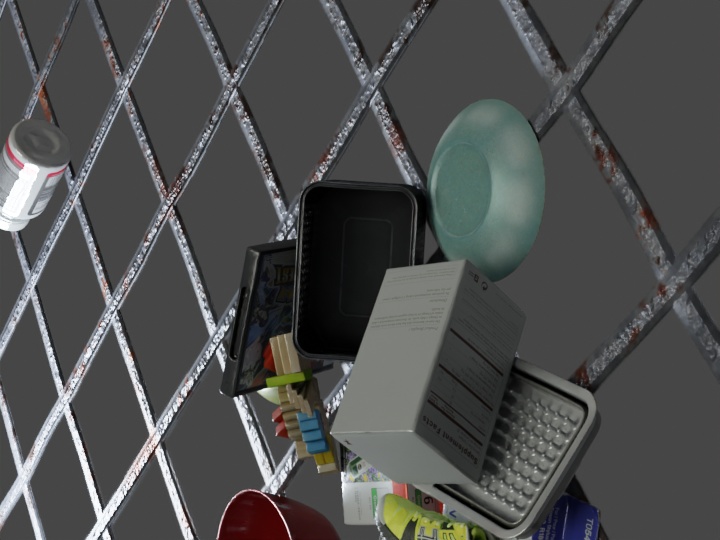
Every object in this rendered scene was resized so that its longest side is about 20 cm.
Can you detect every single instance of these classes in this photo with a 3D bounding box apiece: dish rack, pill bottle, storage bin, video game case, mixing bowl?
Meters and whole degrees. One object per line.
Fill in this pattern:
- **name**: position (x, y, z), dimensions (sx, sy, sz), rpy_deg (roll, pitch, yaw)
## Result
- **dish rack**: position (0.152, 0.181, 1.567), dimensions (0.172, 0.043, 0.200), rpy_deg (-57, 36, -7)
- **pill bottle**: position (-0.581, -0.159, 2.639), dimensions (0.200, 0.110, 0.111), rpy_deg (-52, 49, 42)
- **storage bin**: position (0.000, 0.000, 1.736), dimensions (0.094, 0.134, 0.202), rpy_deg (-29, -58, -80)
- **video game case**: position (-0.081, 0.049, 1.827), dimensions (0.025, 0.200, 0.182), rpy_deg (23, 110, 31)
- **mixing bowl**: position (-0.087, 0.369, 1.909), dimensions (0.200, 0.108, 0.202), rpy_deg (1, 92, 55)

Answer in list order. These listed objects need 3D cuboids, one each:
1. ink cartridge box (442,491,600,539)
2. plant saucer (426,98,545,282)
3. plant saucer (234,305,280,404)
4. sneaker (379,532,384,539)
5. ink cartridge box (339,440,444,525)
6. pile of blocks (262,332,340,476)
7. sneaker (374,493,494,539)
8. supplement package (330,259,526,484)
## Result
- **ink cartridge box**: position (0.156, 0.311, 1.600), dimensions (0.200, 0.040, 0.201), rpy_deg (18, 104, 51)
- **plant saucer**: position (0.123, -0.087, 1.662), dimensions (0.200, 0.038, 0.203), rpy_deg (1, 91, 55)
- **plant saucer**: position (-0.119, 0.078, 2.027), dimensions (0.199, 0.031, 0.202), rpy_deg (-1, 89, 55)
- **sneaker**: position (0.048, 0.384, 1.735), dimensions (0.081, 0.076, 0.201), rpy_deg (-125, 32, -58)
- **ink cartridge box**: position (0.051, 0.237, 1.756), dimensions (0.200, 0.050, 0.110), rpy_deg (-13, 79, 56)
- **pile of blocks**: position (-0.079, 0.163, 1.784), dimensions (0.082, 0.062, 0.201), rpy_deg (-79, -25, -67)
- **sneaker**: position (0.097, 0.286, 1.594), dimensions (0.200, 0.075, 0.077), rpy_deg (35, 110, 35)
- **supplement package**: position (0.073, 0.107, 1.580), dimensions (0.116, 0.117, 0.201), rpy_deg (-6, 54, 43)
